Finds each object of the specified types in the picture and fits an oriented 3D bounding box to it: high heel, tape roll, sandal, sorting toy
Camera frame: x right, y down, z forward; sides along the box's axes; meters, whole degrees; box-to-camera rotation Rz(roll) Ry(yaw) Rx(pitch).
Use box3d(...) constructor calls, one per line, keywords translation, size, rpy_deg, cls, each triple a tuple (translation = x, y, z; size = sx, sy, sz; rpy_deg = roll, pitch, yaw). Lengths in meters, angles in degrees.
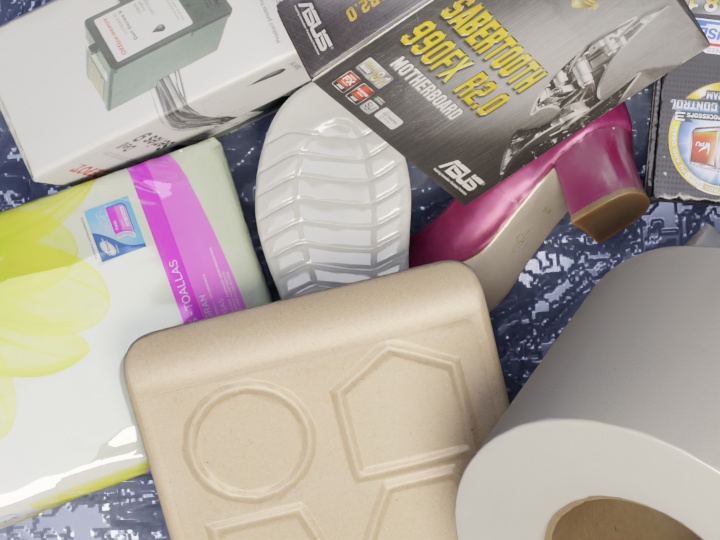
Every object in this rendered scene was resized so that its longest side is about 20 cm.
box3d(translation=(0.060, -0.035, 1.366), size=(0.199, 0.067, 0.096), rpy_deg=(-31, 54, 23), cls="high heel")
box3d(translation=(0.164, 0.108, 1.216), size=(0.202, 0.139, 0.203), rpy_deg=(22, 138, 21), cls="tape roll")
box3d(translation=(-0.007, 0.001, 1.318), size=(0.082, 0.050, 0.204), rpy_deg=(-9, 89, 3), cls="sandal")
box3d(translation=(-0.009, 0.107, 1.283), size=(0.184, 0.036, 0.201), rpy_deg=(-14, 106, 1), cls="sorting toy")

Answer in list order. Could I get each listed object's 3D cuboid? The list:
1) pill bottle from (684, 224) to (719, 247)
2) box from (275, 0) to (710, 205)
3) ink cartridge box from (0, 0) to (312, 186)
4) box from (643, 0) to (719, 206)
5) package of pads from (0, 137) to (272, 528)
box3d(translation=(0.235, 0.068, 1.320), size=(0.200, 0.111, 0.111), rpy_deg=(39, 98, 2), cls="pill bottle")
box3d(translation=(0.071, -0.120, 1.240), size=(0.158, 0.200, 0.048), rpy_deg=(-32, 64, 12), cls="box")
box3d(translation=(-0.082, -0.119, 1.315), size=(0.199, 0.146, 0.084), rpy_deg=(-25, 85, 9), cls="ink cartridge box")
box3d(translation=(0.255, -0.109, 1.334), size=(0.199, 0.044, 0.161), rpy_deg=(6, 95, 6), cls="box")
box3d(translation=(-0.143, 0.037, 1.314), size=(0.199, 0.068, 0.155), rpy_deg=(-19, 89, -8), cls="package of pads")
